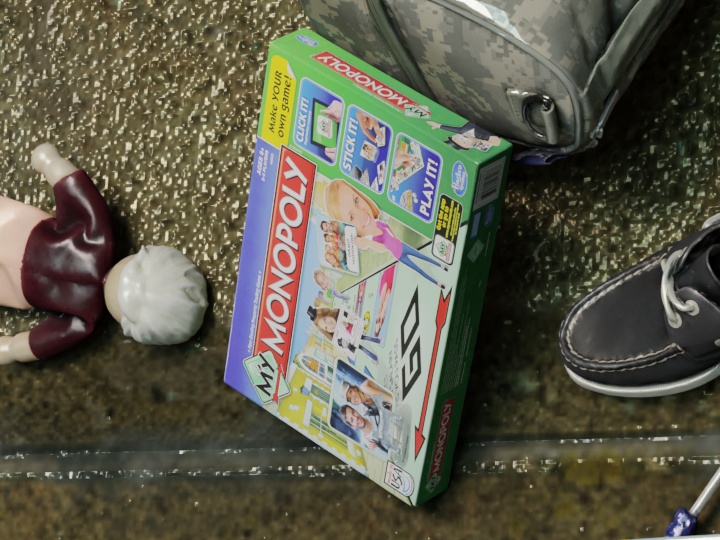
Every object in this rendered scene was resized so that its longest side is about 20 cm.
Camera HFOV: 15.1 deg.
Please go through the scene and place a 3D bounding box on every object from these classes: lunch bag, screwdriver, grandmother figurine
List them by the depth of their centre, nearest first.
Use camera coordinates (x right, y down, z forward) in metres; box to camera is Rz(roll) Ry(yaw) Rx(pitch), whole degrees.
[{"bbox_3d":[0.163,0.099,1.280,0.029,0.028,0.201,30,91,1],"label":"screwdriver"},{"bbox_3d":[0.084,-0.160,1.294,0.167,0.140,0.200,22,66,35],"label":"lunch bag"},{"bbox_3d":[-0.169,-0.007,1.464,0.199,0.060,0.122,17,113,27],"label":"grandmother figurine"}]

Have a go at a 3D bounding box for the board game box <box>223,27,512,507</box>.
[{"bbox_3d":[0.000,0.000,1.324,0.134,0.029,0.201,31,128,30],"label":"board game box"}]

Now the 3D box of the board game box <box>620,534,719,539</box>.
[{"bbox_3d":[0.187,0.170,1.188,0.198,0.103,0.106,-6,76,18],"label":"board game box"}]

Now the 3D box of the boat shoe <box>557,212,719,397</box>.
[{"bbox_3d":[0.176,0.007,1.271,0.199,0.060,0.074,-14,66,26],"label":"boat shoe"}]
